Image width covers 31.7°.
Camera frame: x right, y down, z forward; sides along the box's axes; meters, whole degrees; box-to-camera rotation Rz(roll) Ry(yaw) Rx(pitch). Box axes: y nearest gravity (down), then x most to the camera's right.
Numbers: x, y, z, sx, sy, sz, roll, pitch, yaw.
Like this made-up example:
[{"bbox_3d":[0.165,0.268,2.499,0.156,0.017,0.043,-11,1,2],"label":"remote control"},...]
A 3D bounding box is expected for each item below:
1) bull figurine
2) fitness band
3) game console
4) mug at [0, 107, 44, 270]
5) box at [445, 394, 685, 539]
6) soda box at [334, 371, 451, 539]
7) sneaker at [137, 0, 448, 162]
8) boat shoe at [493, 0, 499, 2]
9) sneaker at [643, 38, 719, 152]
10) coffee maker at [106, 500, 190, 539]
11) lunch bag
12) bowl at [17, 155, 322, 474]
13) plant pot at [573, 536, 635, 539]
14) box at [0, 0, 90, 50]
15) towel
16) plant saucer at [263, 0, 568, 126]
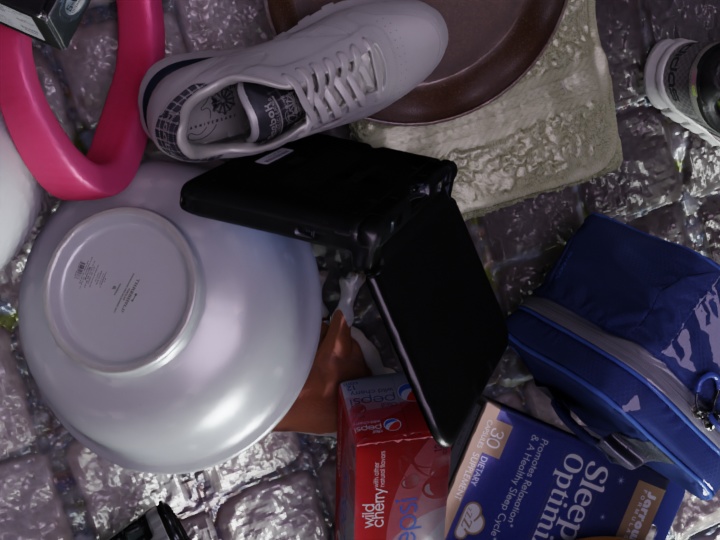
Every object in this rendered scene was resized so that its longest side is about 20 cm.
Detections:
[{"bbox_3d":[-0.046,0.062,0.852,0.198,0.065,0.123,-2,94,-18],"label":"bull figurine"},{"bbox_3d":[-0.156,-0.134,0.733,0.037,0.201,0.144,-5,136,14],"label":"fitness band"},{"bbox_3d":[0.000,0.000,0.765,0.174,0.200,0.118,13,108,13],"label":"game console"},{"bbox_3d":[-0.242,-0.079,0.717,0.146,0.175,0.202,22,90,-18],"label":"mug"},{"bbox_3d":[0.149,0.183,0.942,0.198,0.032,0.122,23,90,-19],"label":"box"},{"bbox_3d":[0.018,0.168,0.841,0.063,0.070,0.202,-5,122,-10],"label":"soda box"},{"bbox_3d":[-0.031,-0.108,0.755,0.198,0.080,0.077,-22,113,-14],"label":"sneaker"},{"bbox_3d":[0.033,-0.246,0.833,0.199,0.068,0.075,33,87,-23],"label":"boat shoe"},{"bbox_3d":[0.301,-0.107,0.919,0.198,0.087,0.074,27,89,-18],"label":"sneaker"},{"bbox_3d":[-0.173,0.273,0.822,0.198,0.135,0.194,-23,126,-11],"label":"coffee maker"},{"bbox_3d":[0.190,0.064,0.850,0.136,0.200,0.133,41,88,-22],"label":"lunch bag"},{"bbox_3d":[-0.127,0.018,0.760,0.198,0.090,0.204,-2,79,11],"label":"bowl"},{"bbox_3d":[0.181,0.317,0.866,0.198,0.183,0.203,-4,111,-10],"label":"plant pot"},{"bbox_3d":[-0.205,-0.225,0.640,0.198,0.044,0.162,24,80,3],"label":"box"},{"bbox_3d":[0.086,-0.112,0.883,0.198,0.036,0.150,-19,101,-13],"label":"towel"},{"bbox_3d":[0.035,-0.190,0.797,0.198,0.032,0.202,-5,119,-8],"label":"plant saucer"}]
